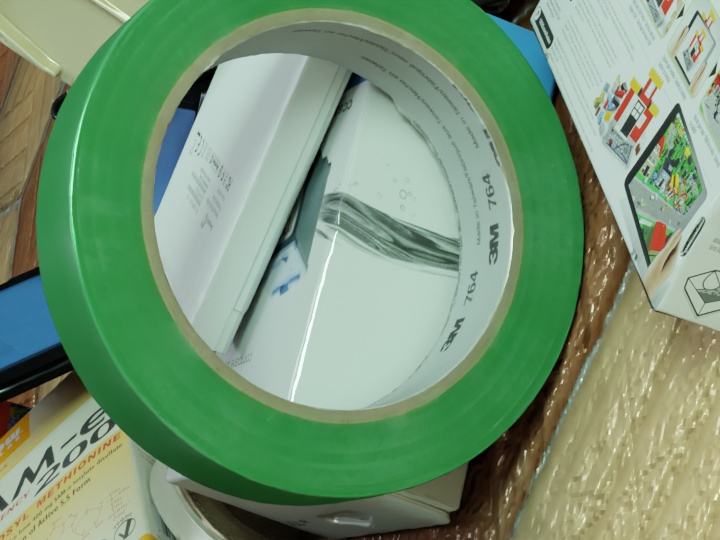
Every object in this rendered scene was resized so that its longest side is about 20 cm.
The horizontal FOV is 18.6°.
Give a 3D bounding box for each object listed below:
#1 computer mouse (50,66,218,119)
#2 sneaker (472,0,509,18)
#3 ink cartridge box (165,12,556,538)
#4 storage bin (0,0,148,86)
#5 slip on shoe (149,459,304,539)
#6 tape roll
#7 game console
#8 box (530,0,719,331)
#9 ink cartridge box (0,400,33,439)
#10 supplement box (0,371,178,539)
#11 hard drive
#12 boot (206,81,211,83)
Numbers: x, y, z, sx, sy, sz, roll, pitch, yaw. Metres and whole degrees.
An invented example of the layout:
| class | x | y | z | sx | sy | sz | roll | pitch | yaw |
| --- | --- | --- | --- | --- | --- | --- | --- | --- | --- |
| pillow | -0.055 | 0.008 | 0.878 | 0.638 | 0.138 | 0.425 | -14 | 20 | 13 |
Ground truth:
| class | x | y | z | sx | sy | sz | roll | pitch | yaw |
| --- | --- | --- | --- | --- | --- | --- | --- | --- | --- |
| computer mouse | -0.108 | -0.117 | 1.138 | 0.109 | 0.044 | 0.200 | -26 | 23 | 2 |
| sneaker | 0.047 | -0.135 | 0.947 | 0.200 | 0.080 | 0.087 | -176 | 87 | -75 |
| ink cartridge box | 0.000 | 0.000 | 0.914 | 0.146 | 0.085 | 0.201 | -24 | 49 | 65 |
| storage bin | -0.071 | -0.203 | 0.988 | 0.200 | 0.093 | 0.199 | -55 | -2 | -41 |
| slip on shoe | -0.052 | 0.083 | 1.021 | 0.061 | 0.076 | 0.200 | -50 | 20 | 14 |
| tape roll | -0.016 | -0.017 | 0.798 | 0.048 | 0.199 | 0.202 | -23 | 52 | 64 |
| game console | -0.154 | -0.023 | 1.132 | 0.200 | 0.116 | 0.177 | 19 | 97 | 64 |
| box | 0.114 | -0.080 | 0.744 | 0.110 | 0.035 | 0.200 | -62 | 22 | 27 |
| ink cartridge box | -0.203 | 0.116 | 1.195 | 0.109 | 0.199 | 0.051 | -48 | 30 | 49 |
| supplement box | -0.131 | 0.137 | 1.052 | 0.126 | 0.073 | 0.200 | -43 | 26 | 9 |
| hard drive | -0.036 | -0.078 | 0.919 | 0.201 | 0.026 | 0.132 | -65 | 19 | 10 |
| boot | -0.050 | -0.087 | 1.156 | 0.155 | 0.073 | 0.201 | 147 | 126 | -62 |
